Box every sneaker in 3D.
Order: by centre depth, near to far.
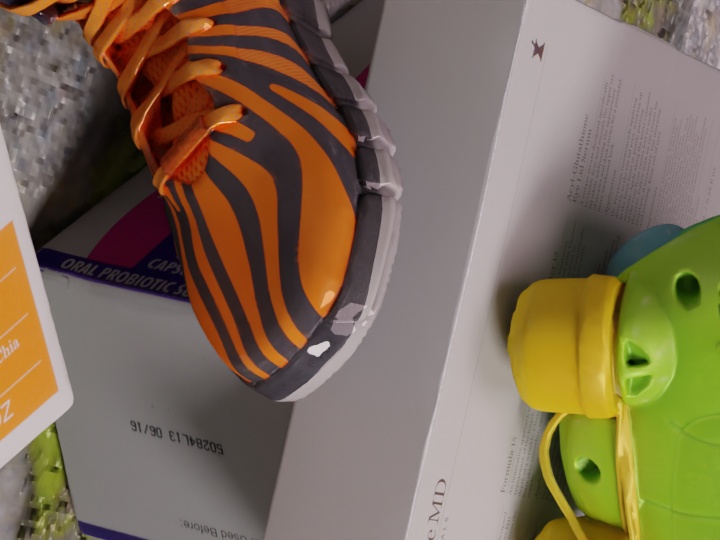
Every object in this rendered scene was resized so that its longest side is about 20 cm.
[{"bbox_3d":[-0.060,-0.058,0.770,0.112,0.078,0.200,23,37,-38],"label":"sneaker"}]

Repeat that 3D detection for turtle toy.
[{"bbox_3d":[0.122,0.062,0.815,0.101,0.146,0.200,-64,152,-61],"label":"turtle toy"}]

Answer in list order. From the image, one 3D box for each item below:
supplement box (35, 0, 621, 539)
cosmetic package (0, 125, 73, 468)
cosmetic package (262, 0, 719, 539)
[{"bbox_3d":[0.000,0.000,0.902,0.200,0.101,0.103,-41,132,-44],"label":"supplement box"},{"bbox_3d":[-0.146,-0.028,0.696,0.101,0.071,0.200,-44,134,-41],"label":"cosmetic package"},{"bbox_3d":[0.044,0.023,0.835,0.151,0.052,0.200,17,86,-60],"label":"cosmetic package"}]
